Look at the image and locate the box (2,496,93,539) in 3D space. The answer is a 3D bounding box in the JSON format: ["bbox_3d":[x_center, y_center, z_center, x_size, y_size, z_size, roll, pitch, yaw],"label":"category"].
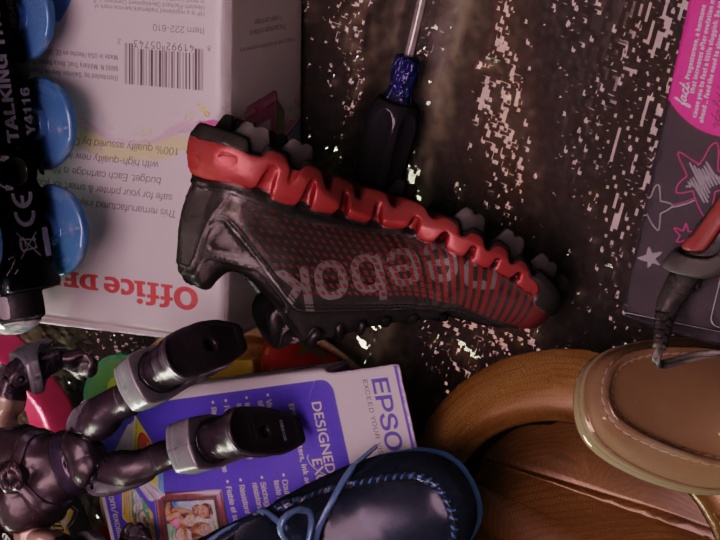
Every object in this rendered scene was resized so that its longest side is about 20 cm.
[{"bbox_3d":[-0.162,0.247,1.302,0.199,0.050,0.200,59,140,41],"label":"box"}]

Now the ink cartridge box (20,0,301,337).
[{"bbox_3d":[-0.111,-0.073,1.262,0.144,0.085,0.200,7,103,26],"label":"ink cartridge box"}]

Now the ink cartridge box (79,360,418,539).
[{"bbox_3d":[-0.033,0.147,1.235,0.200,0.043,0.198,-8,97,34],"label":"ink cartridge box"}]

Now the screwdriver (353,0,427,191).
[{"bbox_3d":[0.026,-0.120,1.211,0.028,0.029,0.200,21,115,21],"label":"screwdriver"}]

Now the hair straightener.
[{"bbox_3d":[0.187,-0.027,1.019,0.077,0.041,0.200,41,115,12],"label":"hair straightener"}]

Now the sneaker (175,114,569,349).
[{"bbox_3d":[0.000,0.000,1.190,0.200,0.071,0.098,20,92,-15],"label":"sneaker"}]

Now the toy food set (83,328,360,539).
[{"bbox_3d":[-0.060,0.122,1.301,0.198,0.049,0.200,-5,100,27],"label":"toy food set"}]

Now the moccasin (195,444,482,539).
[{"bbox_3d":[-0.031,0.146,1.168,0.200,0.068,0.081,-31,84,32],"label":"moccasin"}]

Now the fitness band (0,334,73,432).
[{"bbox_3d":[-0.230,0.086,1.305,0.144,0.200,0.037,-47,42,-12],"label":"fitness band"}]

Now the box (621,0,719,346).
[{"bbox_3d":[0.211,-0.066,1.087,0.132,0.115,0.200,17,109,21],"label":"box"}]

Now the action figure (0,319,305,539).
[{"bbox_3d":[-0.129,0.090,1.219,0.200,0.069,0.130,-23,89,36],"label":"action figure"}]

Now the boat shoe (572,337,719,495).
[{"bbox_3d":[0.194,0.063,1.096,0.200,0.065,0.071,7,72,-15],"label":"boat shoe"}]

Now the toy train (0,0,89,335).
[{"bbox_3d":[-0.201,-0.065,1.216,0.114,0.087,0.200,-8,91,40],"label":"toy train"}]

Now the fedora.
[{"bbox_3d":[0.121,0.124,1.192,0.200,0.082,0.201,6,104,26],"label":"fedora"}]
